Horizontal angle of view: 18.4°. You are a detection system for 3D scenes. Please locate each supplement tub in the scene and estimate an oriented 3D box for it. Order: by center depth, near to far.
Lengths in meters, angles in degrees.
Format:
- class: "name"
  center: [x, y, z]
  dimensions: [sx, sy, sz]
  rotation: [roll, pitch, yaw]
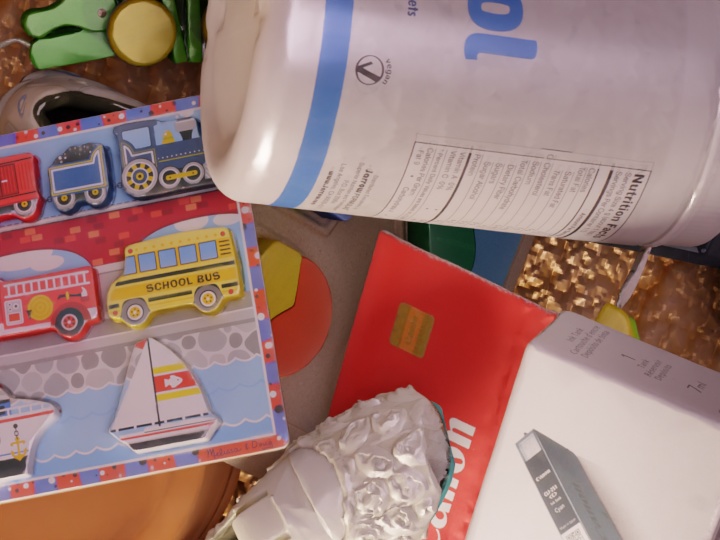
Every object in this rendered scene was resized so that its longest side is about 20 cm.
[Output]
- class: "supplement tub"
  center: [0.046, -0.081, 0.870]
  dimensions: [0.200, 0.132, 0.132]
  rotation: [5, 89, -15]

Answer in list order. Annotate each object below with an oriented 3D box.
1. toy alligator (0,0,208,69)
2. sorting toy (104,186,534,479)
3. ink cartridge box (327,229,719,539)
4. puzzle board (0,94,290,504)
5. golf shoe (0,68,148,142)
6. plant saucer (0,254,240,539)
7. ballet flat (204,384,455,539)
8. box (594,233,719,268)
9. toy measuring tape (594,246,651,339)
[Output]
- class: "toy alligator"
  center: [-0.107, -0.119, 0.985]
  dimensions: [0.200, 0.059, 0.054]
  rotation: [-4, 100, -10]
- class: "sorting toy"
  center: [0.000, 0.000, 0.966]
  dimensions: [0.185, 0.036, 0.200]
  rotation: [30, 82, -38]
- class: "ink cartridge box"
  center: [0.053, 0.108, 0.907]
  dimensions: [0.176, 0.045, 0.200]
  rotation: [23, 116, 17]
- class: "puzzle board"
  center: [-0.137, 0.016, 0.901]
  dimensions: [0.200, 0.017, 0.151]
  rotation: [-11, 76, 5]
- class: "golf shoe"
  center: [-0.070, -0.024, 0.977]
  dimensions: [0.200, 0.097, 0.078]
  rotation: [24, 84, -10]
- class: "plant saucer"
  center: [-0.145, 0.071, 0.960]
  dimensions: [0.200, 0.037, 0.201]
  rotation: [-4, 110, -9]
- class: "ballet flat"
  center: [-0.035, 0.119, 0.928]
  dimensions: [0.072, 0.200, 0.072]
  rotation: [20, 46, -23]
- class: "box"
  center: [0.194, -0.088, 0.991]
  dimensions: [0.157, 0.051, 0.200]
  rotation: [11, 127, -8]
- class: "toy measuring tape"
  center: [0.128, 0.039, 0.940]
  dimensions: [0.074, 0.074, 0.200]
  rotation: [30, 87, -8]
